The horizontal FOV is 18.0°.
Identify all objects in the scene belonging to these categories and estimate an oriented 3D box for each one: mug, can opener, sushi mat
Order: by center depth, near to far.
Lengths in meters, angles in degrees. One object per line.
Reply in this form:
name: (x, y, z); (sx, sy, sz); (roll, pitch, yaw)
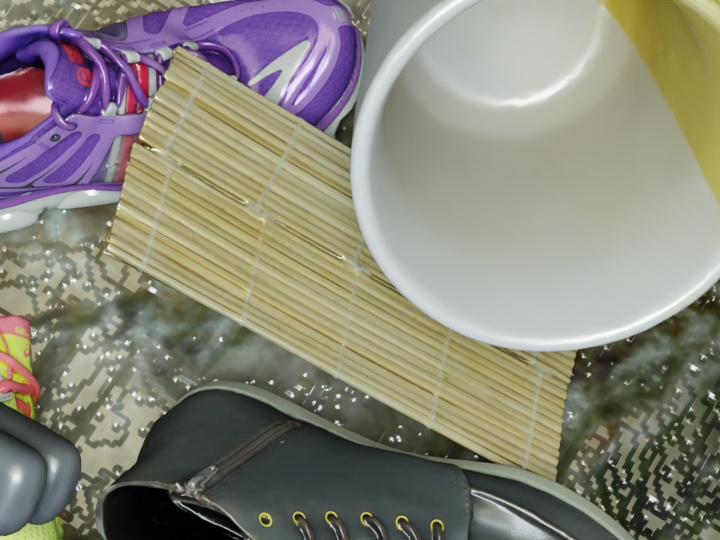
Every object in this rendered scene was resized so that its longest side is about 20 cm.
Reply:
can opener: (-0.195, 0.048, 0.789); (0.199, 0.053, 0.067); (27, 100, 15)
mug: (0.082, -0.074, 0.843); (0.185, 0.153, 0.150); (-9, 118, -1)
sushi mat: (0.000, 0.000, 0.850); (0.199, 0.012, 0.096); (29, 57, -17)

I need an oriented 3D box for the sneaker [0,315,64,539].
sneaker: (-0.145, 0.059, 0.836); (0.090, 0.078, 0.200); (-42, 79, -16)

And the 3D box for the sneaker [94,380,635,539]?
sneaker: (0.006, 0.109, 0.806); (0.199, 0.106, 0.075); (18, 109, 9)

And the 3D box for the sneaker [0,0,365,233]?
sneaker: (-0.092, -0.064, 0.874); (0.199, 0.083, 0.081); (-17, 75, -9)
